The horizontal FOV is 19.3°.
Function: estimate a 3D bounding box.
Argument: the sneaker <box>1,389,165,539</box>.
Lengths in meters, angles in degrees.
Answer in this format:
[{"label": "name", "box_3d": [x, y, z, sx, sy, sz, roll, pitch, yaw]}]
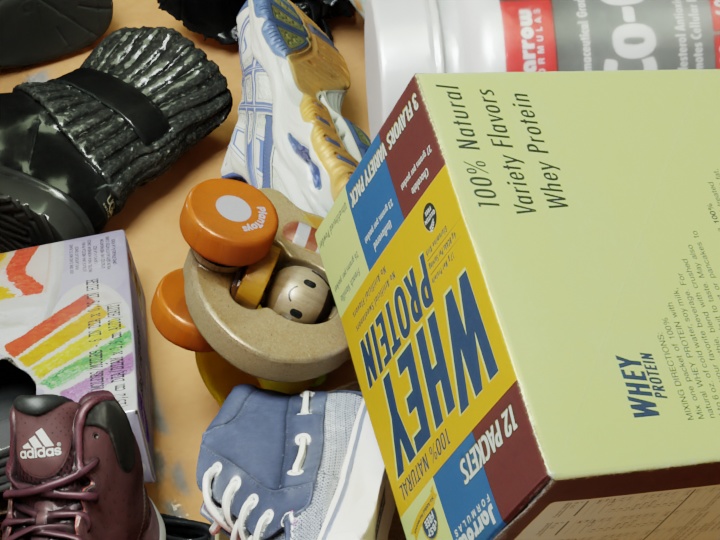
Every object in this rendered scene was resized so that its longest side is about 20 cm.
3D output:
[{"label": "sneaker", "box_3d": [-0.147, 0.118, 0.920, 0.075, 0.116, 0.200, 2, 27, 13]}]

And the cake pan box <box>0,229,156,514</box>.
[{"label": "cake pan box", "box_3d": [-0.201, 0.060, 1.092, 0.183, 0.052, 0.200, -12, 30, 0]}]

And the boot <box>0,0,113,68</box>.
[{"label": "boot", "box_3d": [-0.274, -0.188, 1.375, 0.203, 0.074, 0.154, -12, 41, -13]}]

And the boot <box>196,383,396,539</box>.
[{"label": "boot", "box_3d": [-0.037, 0.120, 0.962, 0.090, 0.073, 0.200, 5, 27, 8]}]

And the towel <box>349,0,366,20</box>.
[{"label": "towel", "box_3d": [0.059, -0.209, 1.318, 0.199, 0.048, 0.171, -17, 53, -33]}]

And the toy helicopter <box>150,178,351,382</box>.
[{"label": "toy helicopter", "box_3d": [0.000, 0.000, 1.068, 0.132, 0.079, 0.200, 40, 43, 20]}]

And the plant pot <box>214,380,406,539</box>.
[{"label": "plant pot", "box_3d": [0.030, 0.129, 1.027, 0.199, 0.028, 0.200, -4, 43, 4]}]

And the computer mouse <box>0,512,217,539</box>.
[{"label": "computer mouse", "box_3d": [-0.166, 0.168, 1.003, 0.140, 0.046, 0.200, 18, 50, 24]}]

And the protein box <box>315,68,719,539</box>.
[{"label": "protein box", "box_3d": [0.114, 0.027, 0.958, 0.199, 0.135, 0.199, -3, 60, -26]}]

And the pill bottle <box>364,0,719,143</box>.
[{"label": "pill bottle", "box_3d": [0.105, -0.100, 1.085, 0.199, 0.114, 0.114, -4, 43, -4]}]

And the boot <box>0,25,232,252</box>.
[{"label": "boot", "box_3d": [-0.197, -0.095, 1.255, 0.211, 0.080, 0.158, 27, 60, 19]}]

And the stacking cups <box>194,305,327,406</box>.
[{"label": "stacking cups", "box_3d": [0.003, 0.010, 1.142, 0.060, 0.061, 0.200, 30, 51, 34]}]

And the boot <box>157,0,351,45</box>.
[{"label": "boot", "box_3d": [-0.083, -0.216, 1.373, 0.198, 0.074, 0.163, 14, 47, 16]}]

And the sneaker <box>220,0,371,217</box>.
[{"label": "sneaker", "box_3d": [-0.052, -0.085, 1.218, 0.088, 0.075, 0.200, -43, 38, 23]}]
